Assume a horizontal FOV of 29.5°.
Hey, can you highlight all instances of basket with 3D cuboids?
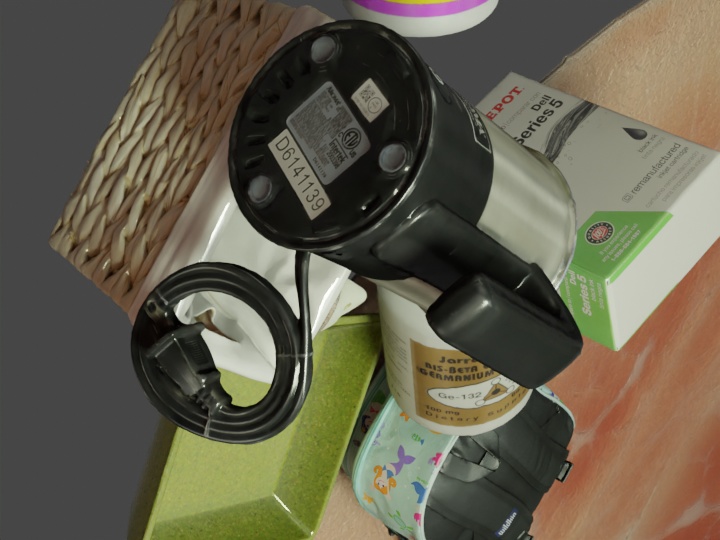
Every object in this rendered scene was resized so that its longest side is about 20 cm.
[{"bbox_3d":[-0.072,-0.055,0.804,0.135,0.123,0.201,27,91,-56],"label":"basket"}]

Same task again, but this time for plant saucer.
[{"bbox_3d":[-0.082,0.116,0.985,0.200,0.048,0.200,-3,116,-53],"label":"plant saucer"}]

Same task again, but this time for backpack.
[{"bbox_3d":[0.074,0.144,1.119,0.178,0.150,0.200,-58,153,-6],"label":"backpack"}]

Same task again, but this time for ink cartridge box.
[{"bbox_3d":[0.150,-0.050,1.034,0.145,0.200,0.084,-45,141,-23],"label":"ink cartridge box"}]

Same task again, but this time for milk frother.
[{"bbox_3d":[0.000,0.000,0.733,0.199,0.181,0.188,-24,154,23],"label":"milk frother"}]

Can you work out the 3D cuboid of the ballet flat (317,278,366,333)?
[{"bbox_3d":[-0.020,-0.014,0.901,0.067,0.068,0.201,31,68,-32],"label":"ballet flat"}]

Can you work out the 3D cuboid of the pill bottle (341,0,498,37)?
[{"bbox_3d":[0.036,-0.250,0.820,0.104,0.104,0.201,-34,138,-34],"label":"pill bottle"}]

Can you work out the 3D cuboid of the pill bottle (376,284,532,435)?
[{"bbox_3d":[0.069,0.019,0.954,0.114,0.114,0.200,-43,151,-24],"label":"pill bottle"}]
